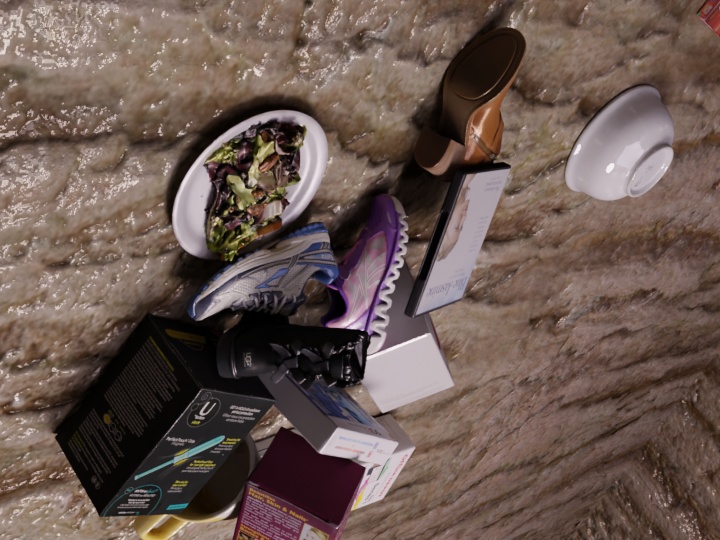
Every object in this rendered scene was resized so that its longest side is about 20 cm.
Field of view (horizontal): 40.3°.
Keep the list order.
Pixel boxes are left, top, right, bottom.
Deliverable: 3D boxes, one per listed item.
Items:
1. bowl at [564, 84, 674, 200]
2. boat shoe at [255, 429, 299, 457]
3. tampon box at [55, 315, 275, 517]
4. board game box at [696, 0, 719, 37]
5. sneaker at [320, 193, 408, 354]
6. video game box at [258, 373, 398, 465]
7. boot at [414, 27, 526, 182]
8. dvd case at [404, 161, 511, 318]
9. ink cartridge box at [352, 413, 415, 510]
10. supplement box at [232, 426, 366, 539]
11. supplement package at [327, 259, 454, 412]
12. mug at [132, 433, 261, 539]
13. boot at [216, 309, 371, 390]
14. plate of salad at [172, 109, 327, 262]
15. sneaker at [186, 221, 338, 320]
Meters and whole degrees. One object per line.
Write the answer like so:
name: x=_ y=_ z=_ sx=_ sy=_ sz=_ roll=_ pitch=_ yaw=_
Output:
bowl: x=0.422 y=-0.180 z=1.530 sx=0.200 sy=0.090 sz=0.202 roll=-29 pitch=147 yaw=-21
boat shoe: x=-0.156 y=0.305 z=1.494 sx=0.198 sy=0.065 sz=0.074 roll=-22 pitch=145 yaw=-32
tampon box: x=-0.233 y=0.177 z=1.176 sx=0.200 sy=0.126 sz=0.149 roll=-50 pitch=150 yaw=11
board game box: x=0.586 y=-0.444 z=1.455 sx=0.102 sy=0.019 sz=0.201 roll=9 pitch=122 yaw=-53
sneaker: x=0.000 y=0.000 z=1.234 sx=0.087 sy=0.080 sz=0.203 roll=12 pitch=90 yaw=-18
video game box: x=-0.061 y=0.171 z=1.297 sx=0.047 sy=0.200 sz=0.182 roll=-51 pitch=150 yaw=3
boot: x=0.157 y=-0.195 z=1.218 sx=0.155 sy=0.076 sz=0.202 roll=5 pitch=116 yaw=-61
dvd case: x=0.126 y=-0.040 z=1.261 sx=0.142 sy=0.017 sz=0.202 roll=-16 pitch=130 yaw=-57
ink cartridge box: x=-0.020 y=0.341 z=1.682 sx=0.199 sy=0.084 sz=0.146 roll=-8 pitch=136 yaw=-46
supplement box: x=-0.087 y=0.323 z=1.286 sx=0.104 sy=0.130 sz=0.201 roll=-57 pitch=169 yaw=-46
supplement package: x=0.046 y=0.097 z=1.379 sx=0.118 sy=0.122 sz=0.200 roll=-21 pitch=151 yaw=5
mug: x=-0.215 y=0.280 z=1.344 sx=0.184 sy=0.151 sz=0.153 roll=-13 pitch=158 yaw=4
boot: x=-0.067 y=0.085 z=1.163 sx=0.198 sy=0.160 sz=0.074 roll=-48 pitch=137 yaw=-73
plate of salad: x=-0.112 y=-0.083 z=1.064 sx=0.199 sy=0.048 sz=0.201 roll=-29 pitch=148 yaw=-21
sneaker: x=-0.104 y=0.017 z=1.132 sx=0.199 sy=0.086 sz=0.077 roll=-28 pitch=179 yaw=-27
